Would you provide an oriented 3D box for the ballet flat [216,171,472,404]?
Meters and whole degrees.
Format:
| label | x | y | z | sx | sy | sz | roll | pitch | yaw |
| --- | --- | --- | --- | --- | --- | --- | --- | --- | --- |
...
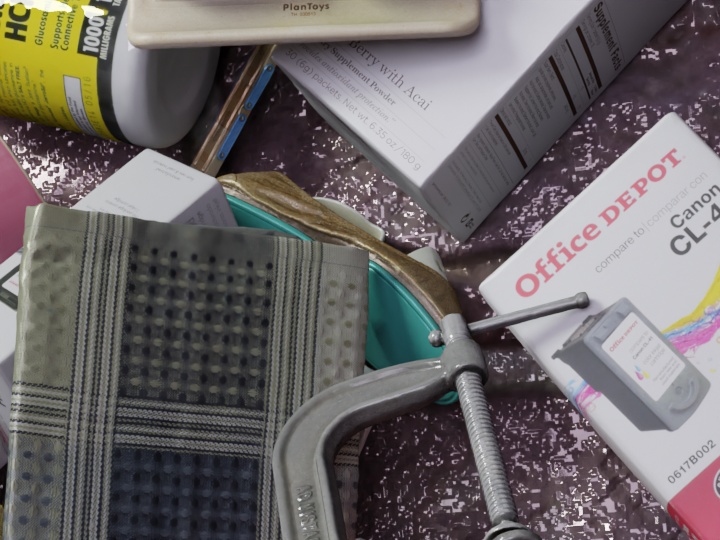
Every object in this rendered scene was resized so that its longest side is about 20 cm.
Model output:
| label | x | y | z | sx | sy | sz | roll | pitch | yaw |
| --- | --- | --- | --- | --- | --- | --- | --- | --- | --- |
| ballet flat | 0.000 | 0.000 | 1.050 | 0.200 | 0.072 | 0.068 | 32 | 129 | 23 |

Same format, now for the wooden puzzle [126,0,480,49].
| label | x | y | z | sx | sy | sz | roll | pitch | yaw |
| --- | --- | --- | --- | --- | --- | --- | --- | --- | --- |
| wooden puzzle | -0.032 | -0.214 | 0.978 | 0.185 | 0.046 | 0.200 | -2 | 72 | 5 |

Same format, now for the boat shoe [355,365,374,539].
| label | x | y | z | sx | sy | sz | roll | pitch | yaw |
| --- | --- | --- | --- | --- | --- | --- | --- | --- | --- |
| boat shoe | -0.036 | 0.141 | 1.019 | 0.086 | 0.075 | 0.202 | 16 | 75 | 34 |

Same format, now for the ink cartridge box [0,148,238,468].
| label | x | y | z | sx | sy | sz | roll | pitch | yaw |
| --- | --- | --- | --- | --- | --- | --- | --- | --- | --- |
| ink cartridge box | -0.149 | 0.042 | 1.006 | 0.200 | 0.116 | 0.068 | -42 | 44 | -24 |

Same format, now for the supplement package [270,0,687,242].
| label | x | y | z | sx | sy | sz | roll | pitch | yaw |
| --- | --- | --- | --- | --- | --- | --- | --- | --- | --- |
| supplement package | 0.071 | -0.138 | 1.034 | 0.121 | 0.120 | 0.200 | 42 | 89 | 20 |

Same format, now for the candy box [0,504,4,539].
| label | x | y | z | sx | sy | sz | roll | pitch | yaw |
| --- | --- | --- | --- | --- | --- | --- | --- | --- | --- |
| candy box | -0.244 | 0.148 | 0.962 | 0.115 | 0.200 | 0.055 | -28 | 28 | 17 |

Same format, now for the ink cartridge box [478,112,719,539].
| label | x | y | z | sx | sy | sz | roll | pitch | yaw |
| --- | --- | --- | --- | --- | --- | --- | --- | --- | --- |
| ink cartridge box | 0.182 | 0.040 | 0.984 | 0.148 | 0.086 | 0.200 | -42 | 72 | 2 |

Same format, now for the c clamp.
| label | x | y | z | sx | sy | sz | roll | pitch | yaw |
| --- | --- | --- | --- | --- | --- | --- | --- | --- | --- |
| c clamp | 0.037 | 0.092 | 0.893 | 0.171 | 0.027 | 0.200 | -14 | 40 | 9 |

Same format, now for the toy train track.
| label | x | y | z | sx | sy | sz | roll | pitch | yaw |
| --- | --- | --- | --- | --- | --- | --- | --- | --- | --- |
| toy train track | -0.049 | -0.117 | 1.100 | 0.200 | 0.033 | 0.115 | -60 | 31 | 5 |

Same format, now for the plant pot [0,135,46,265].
| label | x | y | z | sx | sy | sz | roll | pitch | yaw |
| --- | --- | --- | --- | --- | --- | --- | --- | --- | --- |
| plant pot | -0.257 | 0.011 | 1.057 | 0.179 | 0.200 | 0.200 | -32 | 71 | -11 |

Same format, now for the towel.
| label | x | y | z | sx | sy | sz | roll | pitch | yaw |
| --- | --- | --- | --- | --- | --- | --- | --- | --- | --- |
| towel | -0.087 | 0.071 | 0.951 | 0.192 | 0.035 | 0.200 | 8 | 79 | -22 |

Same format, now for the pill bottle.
| label | x | y | z | sx | sy | sz | roll | pitch | yaw |
| --- | --- | --- | --- | --- | --- | --- | --- | --- | --- |
| pill bottle | -0.193 | -0.145 | 1.106 | 0.200 | 0.112 | 0.113 | 13 | 81 | 18 |
